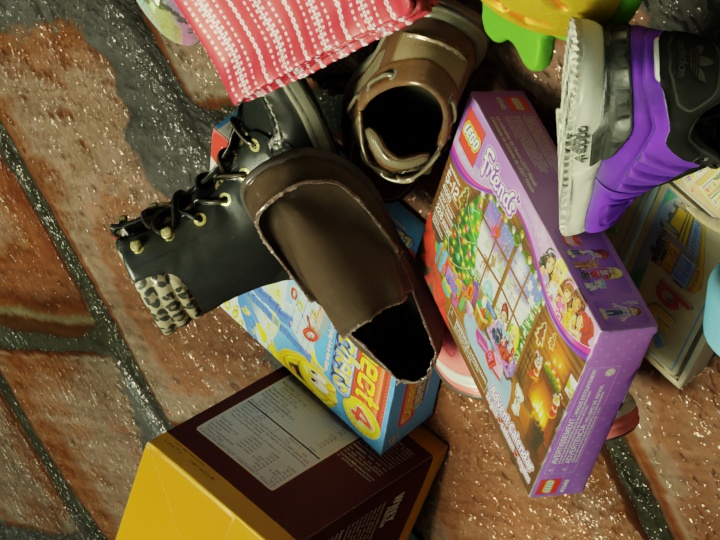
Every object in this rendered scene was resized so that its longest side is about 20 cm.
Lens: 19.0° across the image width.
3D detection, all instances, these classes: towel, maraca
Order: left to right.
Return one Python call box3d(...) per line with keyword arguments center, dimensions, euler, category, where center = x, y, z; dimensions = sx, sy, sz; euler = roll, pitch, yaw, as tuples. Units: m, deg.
box3d(center=(-0.052, -0.170, 1.130), dimensions=(0.200, 0.022, 0.145), euler=(-19, 105, 56), category="towel")
box3d(center=(0.092, -0.175, 1.088), dimensions=(0.137, 0.107, 0.200), euler=(66, 159, 7), category="maraca")

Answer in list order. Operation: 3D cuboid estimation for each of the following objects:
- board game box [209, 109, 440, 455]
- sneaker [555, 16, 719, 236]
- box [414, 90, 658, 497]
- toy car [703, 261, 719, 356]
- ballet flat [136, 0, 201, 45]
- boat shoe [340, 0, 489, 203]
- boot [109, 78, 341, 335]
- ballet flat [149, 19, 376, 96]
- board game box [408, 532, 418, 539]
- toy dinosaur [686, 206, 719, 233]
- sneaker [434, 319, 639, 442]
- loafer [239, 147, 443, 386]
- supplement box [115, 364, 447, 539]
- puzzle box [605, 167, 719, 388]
box3d(center=(-0.024, 0.004, 1.526), dimensions=(0.196, 0.056, 0.200), euler=(42, 150, 22), category="board game box")
box3d(center=(0.152, -0.067, 1.103), dimensions=(0.200, 0.099, 0.070), euler=(79, -169, -73), category="sneaker")
box3d(center=(0.096, 0.011, 1.243), dimensions=(0.200, 0.039, 0.137), euler=(-115, 31, -41), category="box")
box3d(center=(0.267, -0.054, 0.950), dimensions=(0.200, 0.177, 0.185), euler=(11, 123, 15), category="toy car")
box3d(center=(-0.125, -0.243, 1.350), dimensions=(0.071, 0.069, 0.200), euler=(-18, 87, 60), category="ballet flat")
box3d(center=(0.022, -0.090, 1.302), dimensions=(0.076, 0.072, 0.200), euler=(19, 152, 1), category="boat shoe")
box3d(center=(-0.088, -0.054, 1.341), dimensions=(0.074, 0.153, 0.204), euler=(-114, 1, -49), category="boot")
box3d(center=(-0.066, -0.151, 1.407), dimensions=(0.200, 0.067, 0.046), euler=(17, 129, 40), category="ballet flat")
box3d(center=(-0.021, 0.235, 1.795), dimensions=(0.151, 0.047, 0.200), euler=(49, 152, 9), category="board game box")
box3d(center=(0.268, 0.008, 1.101), dimensions=(0.200, 0.058, 0.101), euler=(10, 116, 43), category="toy dinosaur")
box3d(center=(0.108, 0.040, 1.353), dimensions=(0.200, 0.074, 0.087), euler=(26, 128, 57), category="sneaker")
box3d(center=(0.000, 0.000, 1.322), dimensions=(0.200, 0.073, 0.071), euler=(45, -163, -40), category="loafer")
box3d(center=(-0.069, 0.198, 1.602), dimensions=(0.133, 0.200, 0.198), euler=(38, 129, 22), category="supplement box")
box3d(center=(0.167, -0.030, 1.224), dimensions=(0.133, 0.025, 0.200), euler=(43, 150, 19), category="puzzle box")
